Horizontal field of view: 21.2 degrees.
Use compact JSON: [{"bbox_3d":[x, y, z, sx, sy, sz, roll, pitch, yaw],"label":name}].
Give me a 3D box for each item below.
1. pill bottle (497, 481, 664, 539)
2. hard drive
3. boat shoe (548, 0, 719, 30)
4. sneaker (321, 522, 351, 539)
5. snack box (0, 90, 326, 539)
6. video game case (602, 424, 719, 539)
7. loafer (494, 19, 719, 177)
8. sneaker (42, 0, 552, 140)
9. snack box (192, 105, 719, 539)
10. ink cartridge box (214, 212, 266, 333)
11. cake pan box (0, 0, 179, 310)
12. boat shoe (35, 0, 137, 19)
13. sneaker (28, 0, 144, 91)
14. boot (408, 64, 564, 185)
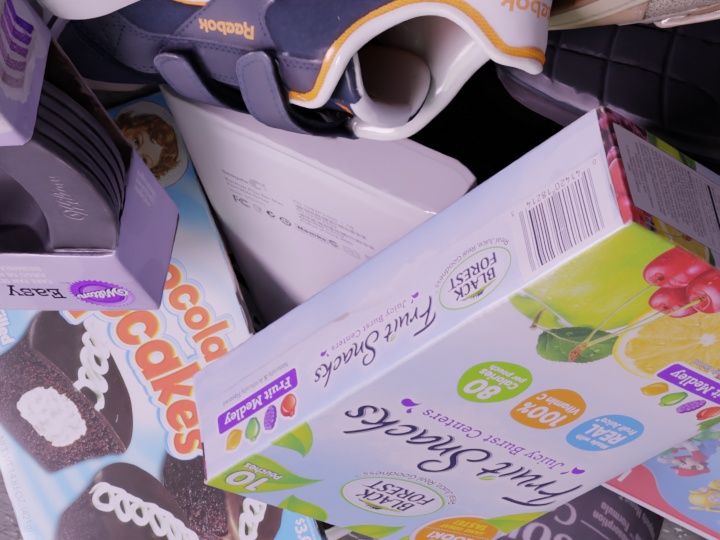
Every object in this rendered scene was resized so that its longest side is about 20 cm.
[{"bbox_3d":[0.070,0.161,0.909,0.115,0.200,0.116,16,145,11],"label":"pill bottle"},{"bbox_3d":[0.000,0.000,0.778,0.132,0.026,0.200,26,158,25],"label":"hard drive"},{"bbox_3d":[0.111,-0.111,0.639,0.065,0.072,0.200,23,160,-36],"label":"boat shoe"},{"bbox_3d":[-0.080,0.068,0.843,0.199,0.074,0.088,8,147,24],"label":"sneaker"},{"bbox_3d":[-0.100,0.039,0.794,0.116,0.201,0.037,-20,175,-1],"label":"snack box"},{"bbox_3d":[0.197,0.069,0.834,0.143,0.018,0.200,28,143,-25],"label":"video game case"},{"bbox_3d":[0.142,-0.048,0.704,0.199,0.073,0.072,20,150,10],"label":"loafer"},{"bbox_3d":[-0.026,-0.081,0.655,0.199,0.080,0.078,-13,169,33],"label":"sneaker"},{"bbox_3d":[0.058,0.034,0.702,0.200,0.053,0.142,-33,140,31],"label":"snack box"},{"bbox_3d":[-0.098,0.026,0.935,0.146,0.085,0.200,-12,132,41],"label":"ink cartridge box"},{"bbox_3d":[-0.180,-0.044,0.689,0.199,0.053,0.184,1,156,15],"label":"cake pan box"},{"bbox_3d":[-0.029,-0.149,0.595,0.199,0.071,0.064,-30,144,4],"label":"boat shoe"},{"bbox_3d":[-0.168,-0.076,0.803,0.199,0.094,0.070,13,-175,28],"label":"sneaker"},{"bbox_3d":[0.035,-0.018,0.809,0.203,0.074,0.154,25,149,3],"label":"boot"}]
